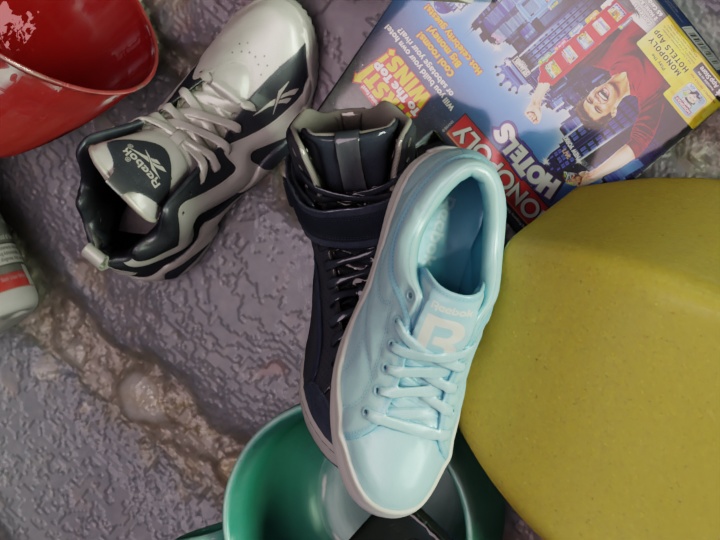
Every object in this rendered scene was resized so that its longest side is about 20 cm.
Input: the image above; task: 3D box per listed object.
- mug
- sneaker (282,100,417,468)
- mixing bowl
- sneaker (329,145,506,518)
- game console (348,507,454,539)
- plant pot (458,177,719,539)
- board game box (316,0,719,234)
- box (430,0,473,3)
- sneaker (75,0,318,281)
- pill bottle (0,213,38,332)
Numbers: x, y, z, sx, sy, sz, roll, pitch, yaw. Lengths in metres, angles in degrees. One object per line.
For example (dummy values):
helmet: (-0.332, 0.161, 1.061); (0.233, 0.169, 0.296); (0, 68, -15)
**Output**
mug: (-0.005, 0.137, 1.356); (0.184, 0.114, 0.153); (19, 101, 17)
sneaker: (-0.002, 0.000, 1.259); (0.077, 0.146, 0.203); (-4, 49, 0)
mixing bowl: (-0.233, -0.141, 1.373); (0.200, 0.200, 0.108); (47, 117, 9)
sneaker: (0.031, 0.031, 1.186); (0.074, 0.082, 0.201); (9, 88, -9)
game console: (0.024, 0.258, 1.237); (0.200, 0.118, 0.171); (43, 111, 6)
plant pot: (0.168, 0.053, 1.232); (0.199, 0.194, 0.196); (25, 117, 17)
board game box: (0.084, -0.117, 1.330); (0.200, 0.062, 0.200); (-40, 83, 19)
box: (-0.024, -0.202, 1.315); (0.199, 0.068, 0.083); (6, 86, 40)
sneaker: (-0.105, -0.076, 1.361); (0.079, 0.130, 0.199); (43, 106, 9)
pill bottle: (-0.293, -0.045, 1.436); (0.114, 0.114, 0.201); (-27, 86, 19)
